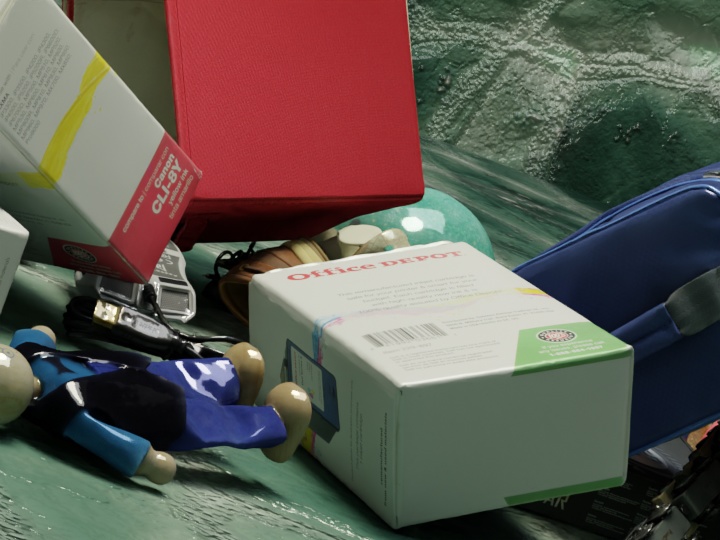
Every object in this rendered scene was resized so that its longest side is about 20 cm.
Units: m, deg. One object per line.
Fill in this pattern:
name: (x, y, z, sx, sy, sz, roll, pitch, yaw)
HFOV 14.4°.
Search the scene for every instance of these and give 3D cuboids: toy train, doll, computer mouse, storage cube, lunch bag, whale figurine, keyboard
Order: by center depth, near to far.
doll: (-0.123, 0.062, 1.415, 0.199, 0.049, 0.136, 5, 26, -47)
toy train: (0.191, 0.131, 1.648, 0.034, 0.046, 0.200, 50, 34, 1)
lunch bag: (0.176, 0.026, 1.655, 0.132, 0.199, 0.137, -17, 80, -57)
computer mouse: (-0.134, 0.019, 1.713, 0.109, 0.044, 0.200, 15, 15, -16)
storage cube: (-0.080, -0.114, 1.894, 0.179, 0.202, 0.171, -3, -7, -29)
keyboard: (-0.055, 0.007, 2.007, 0.104, 0.040, 0.200, 25, 7, 13)
whale figurine: (0.027, -0.018, 2.067, 0.159, 0.104, 0.200, 35, 3, -26)

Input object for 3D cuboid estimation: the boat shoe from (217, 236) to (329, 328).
boat shoe: (-0.031, 0.042, 1.774, 0.067, 0.073, 0.200, -13, 27, -18)

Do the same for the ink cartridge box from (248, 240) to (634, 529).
ink cartridge box: (0.040, 0.058, 1.584, 0.144, 0.088, 0.200, -9, 23, -24)

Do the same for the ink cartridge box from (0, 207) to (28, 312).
ink cartridge box: (-0.290, -0.032, 1.509, 0.199, 0.068, 0.116, 19, 7, -29)

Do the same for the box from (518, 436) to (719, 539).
box: (0.119, 0.108, 1.752, 0.199, 0.044, 0.160, 20, 13, -17)

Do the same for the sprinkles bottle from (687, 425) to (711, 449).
sprinkles bottle: (0.205, 0.093, 2.048, 0.068, 0.069, 0.200, 21, 8, -6)

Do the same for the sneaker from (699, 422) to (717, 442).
sneaker: (0.258, 0.129, 1.878, 0.073, 0.087, 0.200, 25, 8, 12)

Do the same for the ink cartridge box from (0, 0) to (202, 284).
ink cartridge box: (-0.204, -0.087, 1.615, 0.144, 0.084, 0.200, 12, -25, 37)

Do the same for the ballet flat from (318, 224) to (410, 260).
ballet flat: (0.000, 0.000, 1.857, 0.067, 0.063, 0.200, -28, 6, -19)

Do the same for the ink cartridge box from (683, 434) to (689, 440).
ink cartridge box: (0.124, 0.073, 1.850, 0.199, 0.095, 0.037, 20, 9, -14)
